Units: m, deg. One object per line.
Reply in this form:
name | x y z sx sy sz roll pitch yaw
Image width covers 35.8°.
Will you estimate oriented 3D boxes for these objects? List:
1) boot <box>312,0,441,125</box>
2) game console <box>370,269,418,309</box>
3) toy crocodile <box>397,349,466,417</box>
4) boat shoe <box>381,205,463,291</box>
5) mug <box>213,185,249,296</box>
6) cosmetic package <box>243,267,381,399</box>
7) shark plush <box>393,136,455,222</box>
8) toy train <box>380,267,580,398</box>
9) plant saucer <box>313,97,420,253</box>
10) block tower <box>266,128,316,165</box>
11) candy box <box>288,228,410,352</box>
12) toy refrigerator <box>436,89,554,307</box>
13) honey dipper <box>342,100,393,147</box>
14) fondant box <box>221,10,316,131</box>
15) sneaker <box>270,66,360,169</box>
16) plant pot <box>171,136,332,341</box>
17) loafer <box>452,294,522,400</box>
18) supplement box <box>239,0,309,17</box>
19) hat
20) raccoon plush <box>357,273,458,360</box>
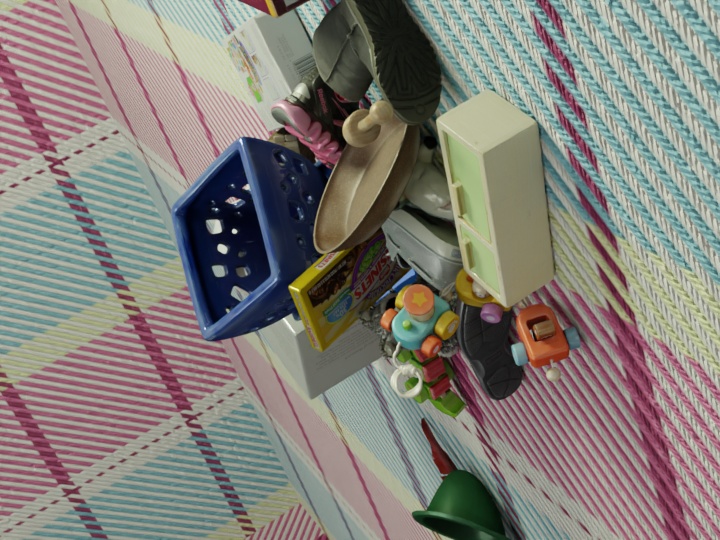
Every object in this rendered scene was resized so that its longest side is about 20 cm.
boot | 0.008 -0.214 1.182 0.183 0.072 0.200 71 160 6
game console | 0.017 -0.056 1.553 0.171 0.118 0.201 -38 82 44
toy crocodile | 0.092 0.127 1.564 0.062 0.067 0.201 28 148 53
boat shoe | 0.057 -0.035 1.283 0.201 0.070 0.072 43 120 53
mug | -0.184 -0.075 1.973 0.175 0.147 0.201 -131 47 -57
cosmetic package | -0.063 0.059 1.745 0.165 0.165 0.200 51 163 30
shark plush | 0.056 -0.089 1.282 0.083 0.091 0.200 32 169 -21
toy train | 0.118 0.054 1.151 0.056 0.199 0.151 72 -175 -56
plant saucer | 0.013 -0.103 1.227 0.037 0.201 0.200 26 175 -20
block tower | -0.086 -0.115 1.628 0.058 0.054 0.201 -62 -36 -57
candy box | 0.000 0.000 1.369 0.026 0.200 0.103 23 144 39
toy refrigerator | 0.130 -0.064 1.071 0.076 0.070 0.201 45 160 42
honey dipper | 0.011 -0.149 1.122 0.038 0.038 0.200 61 174 -6
fondant box | -0.111 -0.268 1.491 0.145 0.058 0.200 63 164 -11
sneaker | -0.021 -0.174 1.351 0.079 0.096 0.200 28 172 38
plant pot | -0.109 -0.039 1.443 0.200 0.179 0.201 -36 65 45
loafer | 0.139 0.072 1.304 0.063 0.072 0.201 50 166 46
supplement box | -0.098 -0.348 1.194 0.200 0.110 0.086 39 155 55
hat | 0.177 0.331 1.765 0.199 0.177 0.166 20 158 1
raccoon plush | 0.073 0.088 1.414 0.097 0.134 0.201 45 159 39
